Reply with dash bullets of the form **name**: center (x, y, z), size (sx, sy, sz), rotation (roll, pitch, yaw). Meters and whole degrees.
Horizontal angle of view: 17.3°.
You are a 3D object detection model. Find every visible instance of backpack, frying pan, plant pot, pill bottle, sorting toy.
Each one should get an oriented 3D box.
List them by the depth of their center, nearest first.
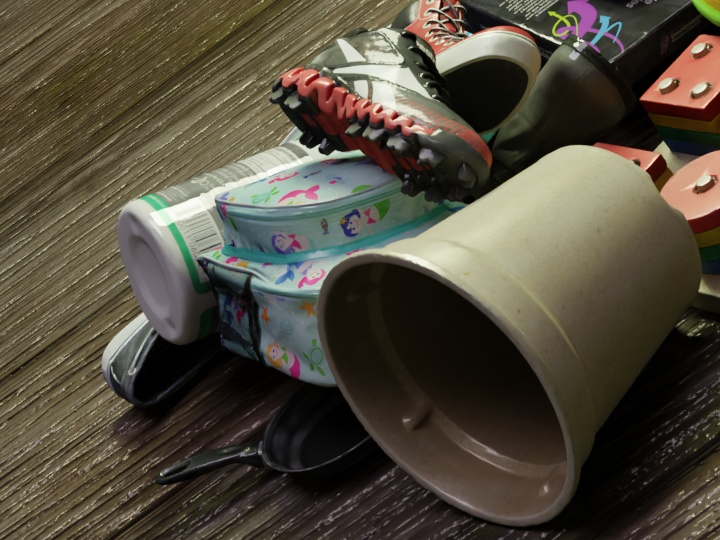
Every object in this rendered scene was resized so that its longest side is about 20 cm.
- **plant pot**: center (0.106, 0.023, 1.459), size (0.200, 0.201, 0.183), rotation (2, 36, 50)
- **sorting toy**: center (0.244, -0.075, 1.556), size (0.200, 0.070, 0.199), rotation (-45, 29, -17)
- **backpack**: center (0.000, 0.000, 1.602), size (0.177, 0.151, 0.200), rotation (-19, 22, -22)
- **frying pan**: center (-0.046, 0.123, 1.616), size (0.190, 0.031, 0.115), rotation (-35, 26, -1)
- **pill bottle**: center (-0.068, -0.029, 1.741), size (0.200, 0.113, 0.113), rotation (-21, 22, -22)

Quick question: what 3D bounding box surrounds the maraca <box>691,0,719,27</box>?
- **maraca**: center (0.293, -0.236, 1.646), size (0.137, 0.107, 0.200), rotation (-6, 46, 16)

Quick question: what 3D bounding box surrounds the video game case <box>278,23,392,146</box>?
- **video game case**: center (-0.003, -0.143, 1.922), size (0.200, 0.023, 0.182), rotation (-49, 11, -18)

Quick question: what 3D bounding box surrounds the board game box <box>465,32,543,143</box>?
- **board game box**: center (0.085, -0.152, 1.837), size (0.152, 0.045, 0.200), rotation (-22, 24, 51)

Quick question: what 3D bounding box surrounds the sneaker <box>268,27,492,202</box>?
- **sneaker**: center (0.028, -0.109, 1.537), size (0.098, 0.071, 0.200), rotation (-45, 38, -13)

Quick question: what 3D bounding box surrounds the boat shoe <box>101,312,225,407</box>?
- **boat shoe**: center (-0.114, 0.025, 1.806), size (0.200, 0.072, 0.068), rotation (-44, 27, -9)

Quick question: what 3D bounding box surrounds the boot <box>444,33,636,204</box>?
- **boot**: center (0.118, -0.084, 1.665), size (0.131, 0.068, 0.200), rotation (-45, -4, -14)

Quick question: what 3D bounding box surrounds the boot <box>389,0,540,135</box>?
- **boot**: center (0.067, -0.160, 1.669), size (0.200, 0.072, 0.144), rotation (-33, 37, 55)

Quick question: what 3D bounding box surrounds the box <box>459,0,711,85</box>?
- **box**: center (0.167, -0.206, 1.749), size (0.143, 0.036, 0.200), rotation (-37, 40, -19)
